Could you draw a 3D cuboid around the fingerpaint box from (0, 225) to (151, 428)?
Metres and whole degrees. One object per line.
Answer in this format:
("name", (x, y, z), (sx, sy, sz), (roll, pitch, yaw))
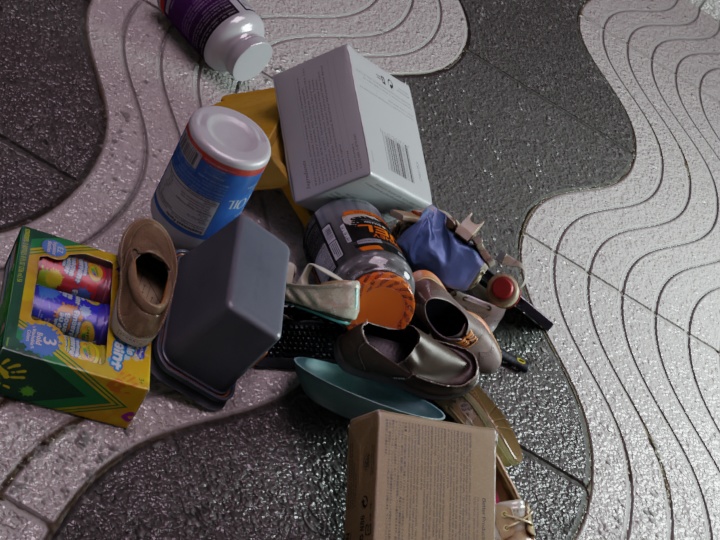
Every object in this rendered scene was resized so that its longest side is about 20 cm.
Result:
("fingerpaint box", (-0.322, 0.060, 1.449), (0.165, 0.074, 0.201), (19, 38, -21))

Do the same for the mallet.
("mallet", (0.156, 0.088, 1.839), (0.198, 0.041, 0.066), (25, 33, -21))

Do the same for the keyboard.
("keyboard", (-0.064, 0.079, 1.665), (0.198, 0.040, 0.105), (5, 45, -36))

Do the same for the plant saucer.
("plant saucer", (0.005, 0.158, 1.566), (0.198, 0.036, 0.200), (21, 3, -1))

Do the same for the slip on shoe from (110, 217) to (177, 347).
("slip on shoe", (-0.242, -0.001, 1.472), (0.075, 0.061, 0.201), (26, 34, -17))

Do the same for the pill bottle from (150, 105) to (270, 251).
("pill bottle", (-0.199, -0.098, 1.626), (0.111, 0.201, 0.113), (21, 37, -17))

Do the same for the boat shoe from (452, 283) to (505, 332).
("boat shoe", (0.126, 0.011, 1.872), (0.199, 0.070, 0.071), (33, 36, 1))

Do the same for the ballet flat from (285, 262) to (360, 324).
("ballet flat", (-0.080, 0.019, 1.627), (0.198, 0.063, 0.067), (13, 2, 32))

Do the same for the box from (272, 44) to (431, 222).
("box", (-0.010, -0.183, 1.833), (0.198, 0.129, 0.203), (21, 55, -60))

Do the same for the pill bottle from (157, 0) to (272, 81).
("pill bottle", (-0.228, -0.394, 2.034), (0.112, 0.113, 0.200), (-15, 57, -47))

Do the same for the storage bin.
("storage bin", (-0.151, 0.044, 1.524), (0.145, 0.134, 0.201), (35, 37, -27))

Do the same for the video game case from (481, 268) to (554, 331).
("video game case", (0.205, 0.021, 1.909), (0.199, 0.019, 0.143), (39, 3, 8))

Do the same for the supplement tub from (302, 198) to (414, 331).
("supplement tub", (0.000, 0.000, 1.706), (0.121, 0.123, 0.201), (14, 26, -25))

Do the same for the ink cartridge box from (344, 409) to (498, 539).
("ink cartridge box", (0.068, 0.270, 1.442), (0.163, 0.075, 0.203), (14, 68, -27))

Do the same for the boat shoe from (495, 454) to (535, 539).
("boat shoe", (0.173, 0.299, 1.565), (0.073, 0.069, 0.201), (1, 46, -38))

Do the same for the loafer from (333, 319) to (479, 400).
("loafer", (0.067, 0.111, 1.616), (0.198, 0.071, 0.074), (10, 54, -21))

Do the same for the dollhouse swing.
("dollhouse swing", (-0.135, -0.146, 1.881), (0.179, 0.177, 0.201), (-6, 32, 17))

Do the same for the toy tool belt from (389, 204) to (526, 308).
("toy tool belt", (0.130, -0.018, 1.777), (0.199, 0.126, 0.123), (33, -3, 16))

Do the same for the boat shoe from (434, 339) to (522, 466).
("boat shoe", (0.137, 0.183, 1.694), (0.201, 0.063, 0.073), (53, 13, 21))

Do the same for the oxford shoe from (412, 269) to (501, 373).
("oxford shoe", (0.130, 0.086, 1.742), (0.200, 0.071, 0.073), (42, 8, -30))
